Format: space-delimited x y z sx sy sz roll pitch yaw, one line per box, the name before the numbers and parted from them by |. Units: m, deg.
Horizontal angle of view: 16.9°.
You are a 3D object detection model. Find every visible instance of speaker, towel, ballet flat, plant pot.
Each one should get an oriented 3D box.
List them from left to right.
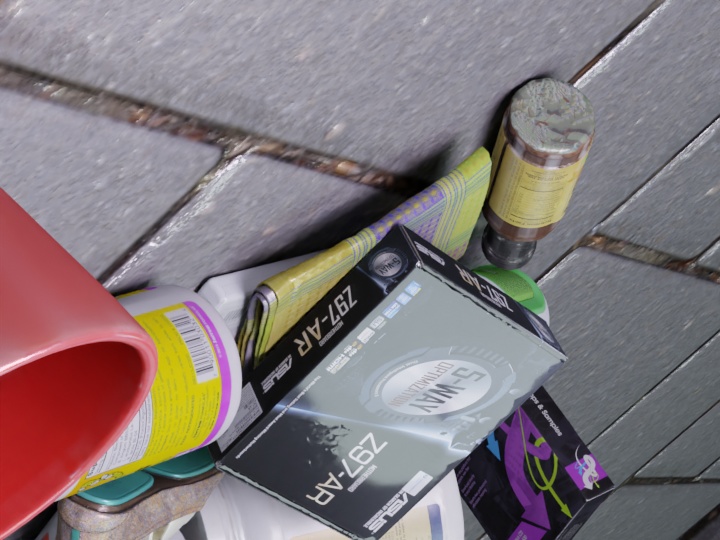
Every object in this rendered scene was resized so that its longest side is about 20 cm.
plant pot | -0.219 0.025 1.073 0.200 0.178 0.201 -34 162 -12
ballet flat | -0.155 0.162 1.681 0.200 0.068 0.068 -17 123 -62
towel | 0.000 0.000 1.621 0.199 0.023 0.144 -32 161 -22
speaker | 0.086 0.039 1.772 0.088 0.089 0.200 -41 173 11

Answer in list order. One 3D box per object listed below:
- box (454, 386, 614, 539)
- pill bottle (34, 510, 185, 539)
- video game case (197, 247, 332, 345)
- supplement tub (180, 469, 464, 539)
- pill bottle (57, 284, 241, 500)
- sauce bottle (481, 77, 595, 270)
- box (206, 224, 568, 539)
box | 0.109 0.134 1.945 0.036 0.200 0.143 -21 156 -32
pill bottle | -0.214 0.257 1.765 0.111 0.112 0.200 -16 153 -49
video game case | -0.081 0.053 1.668 0.200 0.023 0.182 -16 152 -52
supplement tub | -0.036 0.188 1.834 0.199 0.145 0.145 -11 154 -18
pill bottle | -0.170 0.077 1.419 0.199 0.104 0.104 -17 153 -48
sauce bottle | 0.118 -0.062 1.702 0.065 0.065 0.200 -31 163 -19
box | 0.016 0.081 1.619 0.200 0.044 0.160 -44 131 15
